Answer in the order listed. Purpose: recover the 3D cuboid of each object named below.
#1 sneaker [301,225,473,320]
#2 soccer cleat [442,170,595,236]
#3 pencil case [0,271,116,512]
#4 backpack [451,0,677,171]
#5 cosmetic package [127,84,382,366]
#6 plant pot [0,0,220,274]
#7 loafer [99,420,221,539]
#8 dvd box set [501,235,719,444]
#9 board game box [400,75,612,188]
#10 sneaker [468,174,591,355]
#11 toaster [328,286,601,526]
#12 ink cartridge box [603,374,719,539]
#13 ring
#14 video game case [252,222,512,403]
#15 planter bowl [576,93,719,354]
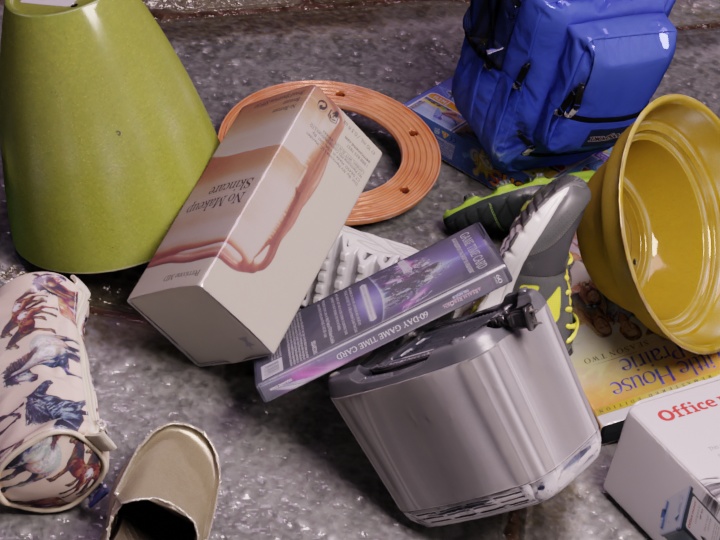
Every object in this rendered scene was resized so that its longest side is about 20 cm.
[{"bbox_3d":[0.000,0.000,1.652,0.199,0.075,0.081,22,15,19],"label":"sneaker"},{"bbox_3d":[0.172,-0.045,1.750,0.199,0.081,0.068,-10,-2,3],"label":"soccer cleat"},{"bbox_3d":[-0.222,0.082,1.450,0.089,0.078,0.200,-19,39,2],"label":"pencil case"},{"bbox_3d":[0.171,-0.175,1.764,0.162,0.200,0.168,-5,50,-25],"label":"backpack"},{"bbox_3d":[-0.079,-0.034,1.555,0.087,0.103,0.200,44,56,-27],"label":"cosmetic package"},{"bbox_3d":[-0.210,-0.132,1.600,0.186,0.201,0.187,-9,33,6],"label":"plant pot"},{"bbox_3d":[-0.134,0.170,1.356,0.076,0.068,0.200,31,40,-10],"label":"loafer"},{"bbox_3d":[0.216,0.036,1.634,0.146,0.029,0.200,-15,53,-12],"label":"dvd box set"},{"bbox_3d":[0.152,-0.118,1.876,0.200,0.035,0.135,32,40,24],"label":"board game box"},{"bbox_3d":[0.136,0.021,1.561,0.084,0.201,0.075,25,20,-1],"label":"sneaker"},{"bbox_3d":[0.082,0.097,1.432,0.114,0.200,0.130,-35,101,-46],"label":"toaster"},{"bbox_3d":[0.298,0.172,1.480,0.146,0.086,0.200,-14,42,-32],"label":"ink cartridge box"},{"bbox_3d":[-0.028,-0.102,1.802,0.200,0.019,0.201,5,41,-5],"label":"ring"},{"bbox_3d":[0.012,0.029,1.518,0.199,0.019,0.143,-25,14,2],"label":"video game case"},{"bbox_3d":[0.226,-0.031,1.586,0.083,0.201,0.200,-9,17,42],"label":"planter bowl"}]
